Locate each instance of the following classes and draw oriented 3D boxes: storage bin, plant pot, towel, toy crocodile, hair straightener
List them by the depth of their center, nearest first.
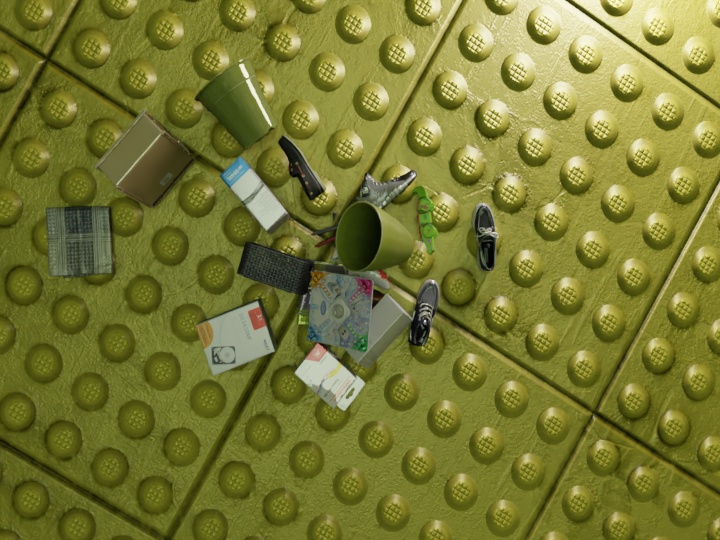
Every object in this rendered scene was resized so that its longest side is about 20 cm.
[{"bbox_3d":[-0.587,-0.299,1.472,0.093,0.199,0.201,40,88,14],"label":"storage bin"},{"bbox_3d":[-0.334,-0.457,1.498,0.197,0.200,0.193,-35,104,-2],"label":"plant pot"},{"bbox_3d":[0.059,-0.083,1.509,0.196,0.184,0.195,7,91,-45],"label":"plant pot"},{"bbox_3d":[-0.239,-0.006,1.515,0.193,0.135,0.097,17,92,4],"label":"storage bin"},{"bbox_3d":[-0.819,-0.083,1.547,0.185,0.035,0.208,-2,89,-6],"label":"towel"},{"bbox_3d":[-0.059,-0.140,1.560,0.194,0.041,0.079,-22,98,13],"label":"hair straightener"},{"bbox_3d":[0.194,-0.150,1.583,0.060,0.067,0.208,-7,90,16],"label":"toy crocodile"},{"bbox_3d":[-0.113,0.073,1.591,0.138,0.023,0.208,10,91,-4],"label":"towel"}]

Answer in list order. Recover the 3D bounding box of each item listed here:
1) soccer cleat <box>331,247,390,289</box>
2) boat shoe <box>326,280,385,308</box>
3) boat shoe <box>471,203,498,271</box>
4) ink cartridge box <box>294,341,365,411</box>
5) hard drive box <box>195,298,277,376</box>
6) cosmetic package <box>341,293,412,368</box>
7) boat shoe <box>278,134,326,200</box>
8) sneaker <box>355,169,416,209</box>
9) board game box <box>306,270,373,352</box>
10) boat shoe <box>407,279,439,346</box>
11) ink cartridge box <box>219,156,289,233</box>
[{"bbox_3d":[0.000,0.000,1.563,0.199,0.069,0.086,41,57,0],"label":"soccer cleat"},{"bbox_3d":[-0.011,0.083,1.570,0.194,0.071,0.072,16,109,-16],"label":"boat shoe"},{"bbox_3d":[0.377,-0.101,1.592,0.071,0.068,0.208,0,91,-3],"label":"boat shoe"},{"bbox_3d":[-0.088,0.320,1.575,0.199,0.067,0.117,41,89,-3],"label":"ink cartridge box"},{"bbox_3d":[-0.361,0.193,1.553,0.194,0.077,0.161,-21,93,-3],"label":"hard drive box"},{"bbox_3d":[0.050,0.179,1.545,0.201,0.108,0.085,-48,62,1],"label":"cosmetic package"},{"bbox_3d":[-0.181,-0.302,1.553,0.062,0.074,0.204,-36,97,-10],"label":"boat shoe"},{"bbox_3d":[0.067,-0.259,1.570,0.199,0.075,0.116,-40,91,-1],"label":"sneaker"},{"bbox_3d":[-0.063,0.115,1.498,0.194,0.026,0.208,8,97,24],"label":"board game box"},{"bbox_3d":[0.195,0.130,1.575,0.072,0.093,0.207,14,91,-3],"label":"boat shoe"},{"bbox_3d":[-0.297,-0.209,1.512,0.084,0.146,0.201,-40,93,-3],"label":"ink cartridge box"}]
